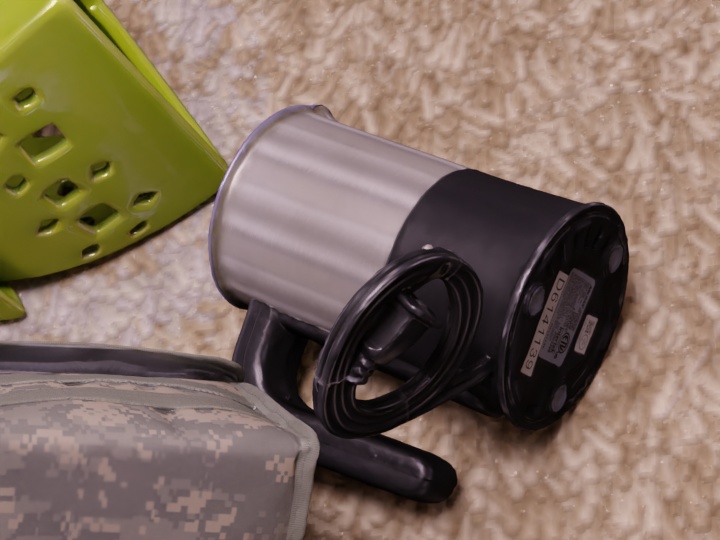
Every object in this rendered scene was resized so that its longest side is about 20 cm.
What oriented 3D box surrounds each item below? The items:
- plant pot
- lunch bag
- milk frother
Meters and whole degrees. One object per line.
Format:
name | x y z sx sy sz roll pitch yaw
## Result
plant pot | -0.225 -0.100 1.054 0.181 0.200 0.199 -39 53 2
lunch bag | -0.127 0.095 0.854 0.200 0.163 0.118 -153 70 -68
milk frother | 0.000 0.000 0.892 0.188 0.200 0.181 20 70 31
